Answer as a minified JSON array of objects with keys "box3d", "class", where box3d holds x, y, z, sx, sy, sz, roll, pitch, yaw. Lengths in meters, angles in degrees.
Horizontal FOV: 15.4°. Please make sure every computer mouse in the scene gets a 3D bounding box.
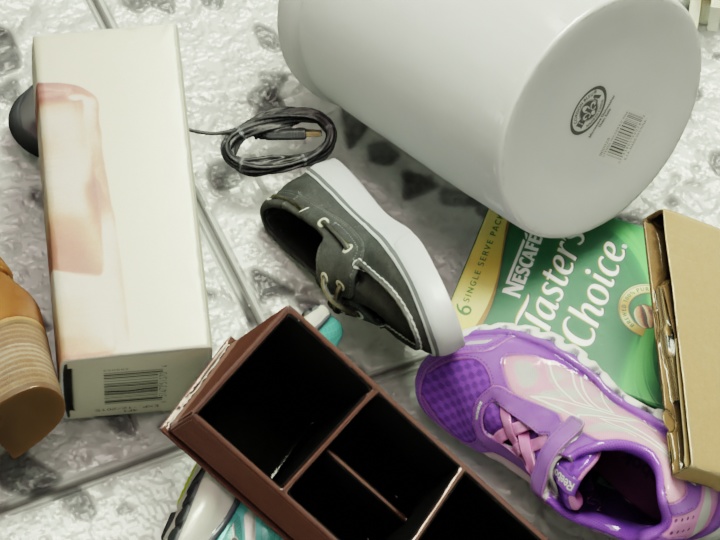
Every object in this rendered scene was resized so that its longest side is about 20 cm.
[{"box3d":[-0.114,-0.084,1.614,0.199,0.034,0.059,7,65,3],"class":"computer mouse"}]

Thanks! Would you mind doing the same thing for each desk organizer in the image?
[{"box3d":[0.000,0.115,1.423,0.200,0.077,0.072,42,58,-9],"class":"desk organizer"}]

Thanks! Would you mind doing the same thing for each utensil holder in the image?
[{"box3d":[0.075,-0.134,1.559,0.170,0.170,0.200,-31,46,-23],"class":"utensil holder"}]

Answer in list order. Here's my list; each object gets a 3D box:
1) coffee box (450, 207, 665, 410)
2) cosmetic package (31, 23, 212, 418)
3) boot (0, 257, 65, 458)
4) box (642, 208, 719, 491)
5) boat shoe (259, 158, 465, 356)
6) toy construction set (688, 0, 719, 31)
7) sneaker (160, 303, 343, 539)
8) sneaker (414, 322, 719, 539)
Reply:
[{"box3d":[0.153,0.032,1.561,0.199,0.044,0.123,20,56,8],"class":"coffee box"},{"box3d":[-0.137,-0.027,1.517,0.087,0.103,0.201,-5,67,-6],"class":"cosmetic package"},{"box3d":[-0.267,0.066,1.480,0.200,0.077,0.155,-36,46,4],"class":"boot"},{"box3d":[0.246,0.062,1.501,0.199,0.021,0.164,17,54,-31],"class":"box"},{"box3d":[0.000,0.000,1.530,0.056,0.069,0.200,-26,33,-10],"class":"boat shoe"},{"box3d":[0.159,-0.230,1.710,0.199,0.092,0.131,21,32,0],"class":"toy construction set"},{"box3d":[-0.051,0.111,1.485,0.079,0.078,0.201,27,62,-9],"class":"sneaker"},{"box3d":[0.113,0.096,1.470,0.200,0.081,0.088,26,26,21],"class":"sneaker"}]
